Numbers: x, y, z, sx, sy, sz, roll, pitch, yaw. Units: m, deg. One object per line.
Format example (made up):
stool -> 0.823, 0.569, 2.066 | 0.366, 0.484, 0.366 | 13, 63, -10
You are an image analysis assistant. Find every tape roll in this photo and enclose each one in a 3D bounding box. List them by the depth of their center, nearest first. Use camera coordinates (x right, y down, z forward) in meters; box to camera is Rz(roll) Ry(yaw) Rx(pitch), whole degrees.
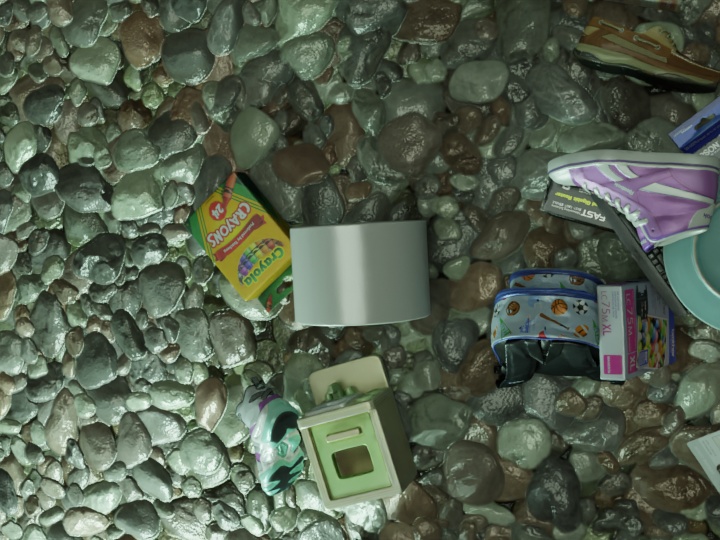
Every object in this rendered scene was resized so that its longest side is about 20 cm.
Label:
tape roll -> 0.000, 0.000, 1.229 | 0.202, 0.203, 0.140 | -2, 94, 17

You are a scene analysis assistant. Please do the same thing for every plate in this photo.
plate -> 0.459, -0.023, 0.988 | 0.199, 0.026, 0.201 | -2, 83, 16

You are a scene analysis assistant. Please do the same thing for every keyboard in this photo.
keyboard -> 0.390, -0.053, 1.041 | 0.127, 0.021, 0.200 | -36, 82, 14

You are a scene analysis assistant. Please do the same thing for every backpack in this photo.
backpack -> 0.267, 0.078, 1.158 | 0.199, 0.190, 0.155 | -4, 76, 17

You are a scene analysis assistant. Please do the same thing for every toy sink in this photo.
toy sink -> -0.012, 0.245, 1.295 | 0.130, 0.112, 0.201 | -17, 88, 17

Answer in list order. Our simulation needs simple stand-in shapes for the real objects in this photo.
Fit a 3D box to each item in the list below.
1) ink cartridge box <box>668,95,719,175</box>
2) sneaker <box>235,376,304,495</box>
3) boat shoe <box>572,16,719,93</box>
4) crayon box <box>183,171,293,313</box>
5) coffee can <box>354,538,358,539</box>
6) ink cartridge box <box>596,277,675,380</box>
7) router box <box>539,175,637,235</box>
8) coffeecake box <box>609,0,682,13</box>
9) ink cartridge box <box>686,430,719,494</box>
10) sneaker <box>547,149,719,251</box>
ink cartridge box -> 0.519, -0.138, 1.145 | 0.099, 0.039, 0.200 | -39, 81, 16
sneaker -> -0.154, 0.255, 1.363 | 0.140, 0.077, 0.201 | 42, 136, 40
boat shoe -> 0.395, -0.298, 1.155 | 0.199, 0.076, 0.074 | 20, 96, 14
crayon box -> -0.175, -0.044, 1.360 | 0.127, 0.051, 0.200 | -43, 81, 15
coffee can -> 0.023, 0.533, 1.285 | 0.200, 0.146, 0.147 | 39, 103, 11
ink cartridge box -> 0.374, 0.072, 1.121 | 0.042, 0.200, 0.120 | -1, 92, 39
router box -> 0.351, -0.081, 1.141 | 0.199, 0.150, 0.062 | 17, 97, 15
coffeecake box -> 0.336, -0.410, 1.123 | 0.199, 0.153, 0.073 | 16, 98, 15
ink cartridge box -> 0.576, 0.250, 1.143 | 0.200, 0.057, 0.163 | -31, 96, 37
sneaker -> 0.317, -0.084, 1.012 | 0.200, 0.073, 0.115 | 7, 90, 30
